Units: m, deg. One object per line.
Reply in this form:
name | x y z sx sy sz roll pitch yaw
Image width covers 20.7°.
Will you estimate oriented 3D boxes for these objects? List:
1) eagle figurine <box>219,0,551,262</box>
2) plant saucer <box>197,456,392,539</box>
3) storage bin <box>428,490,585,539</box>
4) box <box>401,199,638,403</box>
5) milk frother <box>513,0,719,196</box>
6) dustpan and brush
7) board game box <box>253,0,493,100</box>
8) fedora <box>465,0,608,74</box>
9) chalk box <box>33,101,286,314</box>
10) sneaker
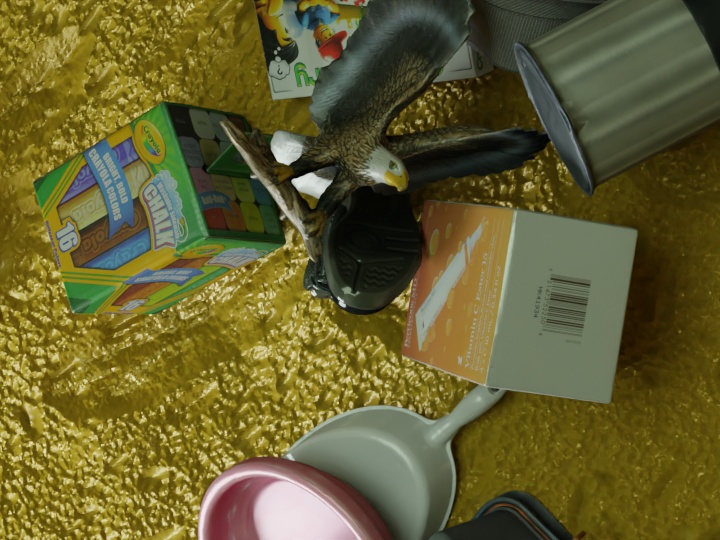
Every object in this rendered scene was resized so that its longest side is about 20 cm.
eagle figurine | 0.021 -0.100 1.441 0.199 0.152 0.151 -37 65 -4
plant saucer | -0.040 0.235 1.577 0.199 0.051 0.202 19 124 31
storage bin | 0.120 0.264 1.464 0.200 0.134 0.146 46 110 23
box | 0.111 0.019 1.439 0.200 0.097 0.126 -168 87 -74
milk frother | 0.232 -0.103 1.361 0.187 0.181 0.201 -27 80 0
dustpan and brush | 0.041 0.148 1.566 0.140 0.057 0.200 52 124 7
board game box | 0.005 -0.211 1.591 0.198 0.035 0.128 -4 104 33
fedora | 0.126 -0.207 1.470 0.175 0.201 0.091 7 123 -8
chalk box | -0.151 -0.057 1.649 0.199 0.124 0.125 -27 74 29
sneaker | 0.000 0.000 1.538 0.075 0.200 0.115 10 119 -8
